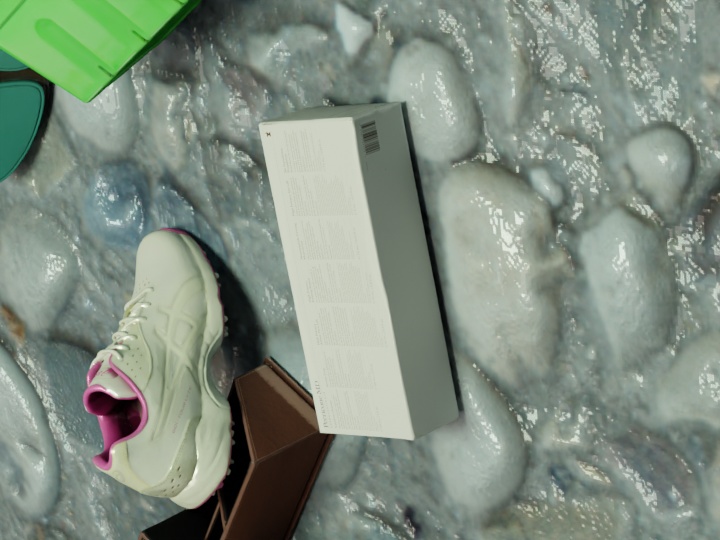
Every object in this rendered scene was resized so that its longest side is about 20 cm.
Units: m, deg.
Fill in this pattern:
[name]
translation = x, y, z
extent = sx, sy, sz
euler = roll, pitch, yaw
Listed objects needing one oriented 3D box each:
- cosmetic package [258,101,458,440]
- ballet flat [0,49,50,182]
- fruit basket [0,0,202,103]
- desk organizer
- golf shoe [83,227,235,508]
[cosmetic package]
translation = 0.000, 0.000, 1.375
extent = 0.082, 0.051, 0.201
euler = 1, 106, 42
[ballet flat]
translation = -0.248, -0.148, 1.553
extent = 0.073, 0.073, 0.200
euler = 43, 138, 23
[fruit basket]
translation = -0.170, -0.238, 1.389
extent = 0.215, 0.156, 0.216
euler = 19, 131, 23
[desk organizer]
translation = -0.093, 0.163, 1.512
extent = 0.072, 0.077, 0.200
euler = 42, 131, 24
[golf shoe]
translation = -0.136, 0.055, 1.461
extent = 0.075, 0.091, 0.201
euler = -44, 45, 43
